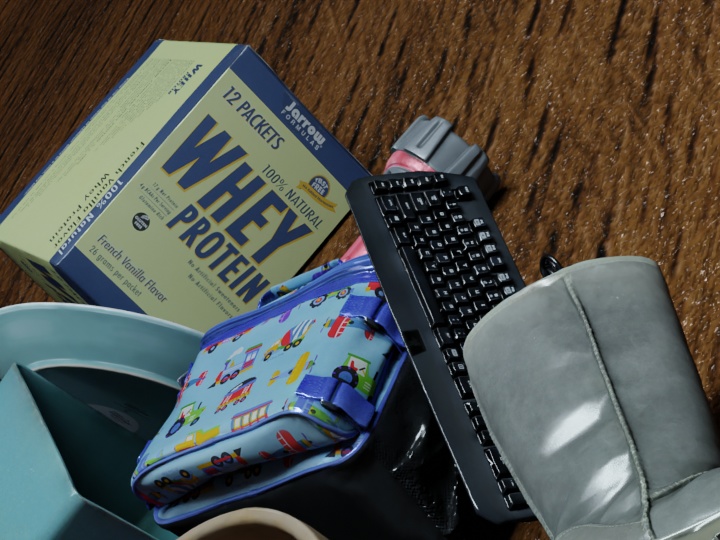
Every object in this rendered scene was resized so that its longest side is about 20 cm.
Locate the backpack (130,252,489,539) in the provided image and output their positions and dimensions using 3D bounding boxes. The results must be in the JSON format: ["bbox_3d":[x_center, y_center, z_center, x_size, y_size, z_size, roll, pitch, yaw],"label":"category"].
[{"bbox_3d":[-0.001,0.062,1.044,0.182,0.135,0.201,-21,30,43],"label":"backpack"}]

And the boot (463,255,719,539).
[{"bbox_3d":[0.136,0.063,0.829,0.180,0.073,0.201,-16,28,7],"label":"boot"}]

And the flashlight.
[{"bbox_3d":[0.000,0.000,1.230,0.200,0.068,0.068,-50,26,-12],"label":"flashlight"}]

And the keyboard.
[{"bbox_3d":[0.070,0.023,0.957,0.040,0.103,0.201,-62,41,45],"label":"keyboard"}]

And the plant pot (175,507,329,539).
[{"bbox_3d":[-0.050,0.215,0.898,0.200,0.092,0.202,-33,38,31],"label":"plant pot"}]

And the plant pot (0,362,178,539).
[{"bbox_3d":[-0.181,0.190,1.116,0.200,0.141,0.141,-50,35,6],"label":"plant pot"}]

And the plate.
[{"bbox_3d":[-0.128,0.073,1.171,0.199,0.199,0.026,-18,52,48],"label":"plate"}]

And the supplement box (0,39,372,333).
[{"bbox_3d":[-0.131,-0.045,1.442,0.200,0.134,0.199,-50,23,-11],"label":"supplement box"}]
